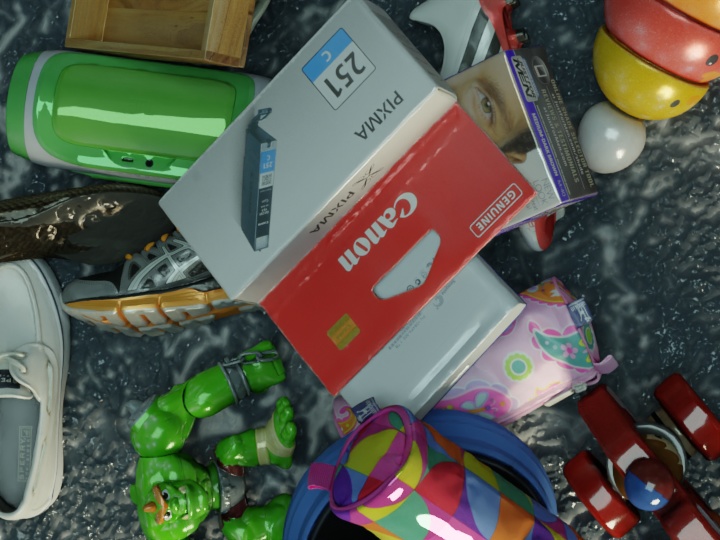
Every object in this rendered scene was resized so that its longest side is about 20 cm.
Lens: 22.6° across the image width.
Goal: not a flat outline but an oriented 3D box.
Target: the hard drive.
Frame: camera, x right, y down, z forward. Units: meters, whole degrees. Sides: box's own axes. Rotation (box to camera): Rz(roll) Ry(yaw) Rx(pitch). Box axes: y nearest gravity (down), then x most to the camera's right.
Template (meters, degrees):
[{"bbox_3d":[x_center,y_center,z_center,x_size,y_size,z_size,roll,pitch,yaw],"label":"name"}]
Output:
[{"bbox_3d":[0.000,0.000,1.216,0.132,0.025,0.200,-47,70,13],"label":"hard drive"}]

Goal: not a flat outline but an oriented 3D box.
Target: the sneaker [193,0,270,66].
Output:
[{"bbox_3d":[-0.076,-0.236,1.274,0.067,0.090,0.202,21,97,-27],"label":"sneaker"}]

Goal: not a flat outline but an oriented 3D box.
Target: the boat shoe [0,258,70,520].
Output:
[{"bbox_3d":[-0.256,0.083,1.320,0.071,0.066,0.203,2,91,6],"label":"boat shoe"}]

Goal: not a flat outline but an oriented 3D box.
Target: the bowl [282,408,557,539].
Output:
[{"bbox_3d":[0.044,0.193,1.260,0.198,0.039,0.203,-4,117,-9],"label":"bowl"}]

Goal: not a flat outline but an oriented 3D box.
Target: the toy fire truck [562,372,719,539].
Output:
[{"bbox_3d":[0.222,0.163,1.224,0.112,0.168,0.201,-39,88,5],"label":"toy fire truck"}]

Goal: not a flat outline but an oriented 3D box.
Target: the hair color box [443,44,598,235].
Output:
[{"bbox_3d":[0.053,-0.066,1.243,0.199,0.065,0.110,-23,86,33],"label":"hair color box"}]

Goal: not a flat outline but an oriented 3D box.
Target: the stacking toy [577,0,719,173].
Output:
[{"bbox_3d":[0.211,-0.156,1.256,0.145,0.146,0.201,28,113,4],"label":"stacking toy"}]

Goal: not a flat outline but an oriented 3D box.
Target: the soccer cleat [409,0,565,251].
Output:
[{"bbox_3d":[0.091,-0.108,1.285,0.084,0.069,0.202,-15,87,15],"label":"soccer cleat"}]

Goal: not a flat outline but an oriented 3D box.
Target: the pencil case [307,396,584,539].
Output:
[{"bbox_3d":[0.064,0.164,1.174,0.199,0.088,0.089,38,95,-27],"label":"pencil case"}]

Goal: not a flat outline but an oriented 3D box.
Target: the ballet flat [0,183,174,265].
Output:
[{"bbox_3d":[-0.233,-0.033,1.307,0.198,0.046,0.068,-11,125,-12],"label":"ballet flat"}]

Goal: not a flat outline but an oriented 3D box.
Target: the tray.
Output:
[{"bbox_3d":[-0.138,-0.197,1.250,0.037,0.199,0.100,8,93,-38],"label":"tray"}]

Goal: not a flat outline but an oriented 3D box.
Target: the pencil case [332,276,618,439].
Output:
[{"bbox_3d":[0.079,0.083,1.277,0.199,0.087,0.088,-29,89,6],"label":"pencil case"}]

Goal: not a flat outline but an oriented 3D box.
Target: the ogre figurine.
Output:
[{"bbox_3d":[-0.105,0.161,1.297,0.118,0.098,0.202,-6,111,-11],"label":"ogre figurine"}]

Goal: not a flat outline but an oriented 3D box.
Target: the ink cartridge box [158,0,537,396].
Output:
[{"bbox_3d":[-0.012,-0.049,1.187,0.200,0.045,0.177,-45,69,14],"label":"ink cartridge box"}]

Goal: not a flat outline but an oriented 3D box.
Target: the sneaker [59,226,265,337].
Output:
[{"bbox_3d":[-0.122,-0.003,1.307,0.198,0.078,0.078,-11,77,2],"label":"sneaker"}]

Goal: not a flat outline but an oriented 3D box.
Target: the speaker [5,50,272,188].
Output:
[{"bbox_3d":[-0.149,-0.107,1.296,0.198,0.088,0.090,8,92,5],"label":"speaker"}]
